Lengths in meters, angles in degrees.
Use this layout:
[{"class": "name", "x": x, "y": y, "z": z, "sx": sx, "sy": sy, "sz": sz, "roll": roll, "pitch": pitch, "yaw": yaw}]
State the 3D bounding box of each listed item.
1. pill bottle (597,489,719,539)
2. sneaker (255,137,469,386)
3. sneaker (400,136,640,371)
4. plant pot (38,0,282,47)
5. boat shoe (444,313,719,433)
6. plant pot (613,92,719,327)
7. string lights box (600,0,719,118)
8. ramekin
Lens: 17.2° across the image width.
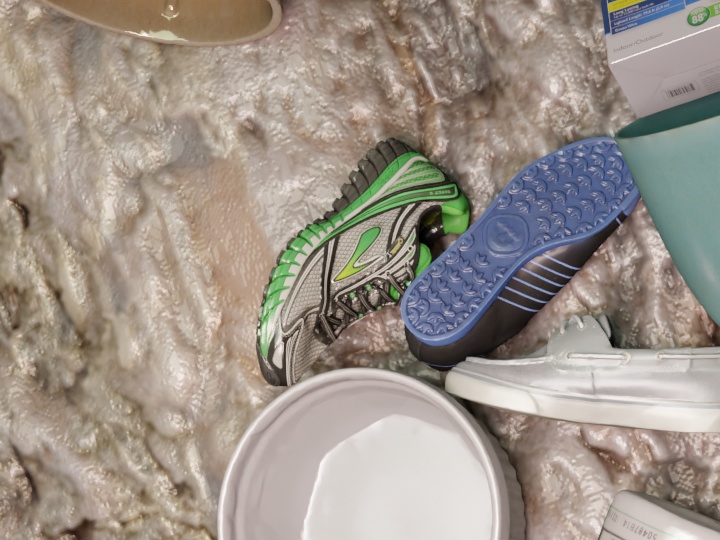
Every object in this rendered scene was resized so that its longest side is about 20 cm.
[{"class": "pill bottle", "x": 0.178, "y": 0.249, "z": 1.499, "sx": 0.113, "sy": 0.113, "sz": 0.201, "roll": 21, "pitch": 91, "yaw": 23}, {"class": "sneaker", "x": 0.000, "y": 0.000, "z": 1.591, "sx": 0.085, "sy": 0.078, "sz": 0.200, "roll": 30, "pitch": 66, "yaw": 19}, {"class": "sneaker", "x": 0.109, "y": -0.010, "z": 1.590, "sx": 0.200, "sy": 0.078, "sz": 0.070, "roll": -37, "pitch": 68, "yaw": -9}, {"class": "plant pot", "x": -0.136, "y": -0.280, "z": 1.668, "sx": 0.199, "sy": 0.200, "sz": 0.185, "roll": 4, "pitch": 73, "yaw": 22}, {"class": "boat shoe", "x": 0.156, "y": 0.064, "z": 1.551, "sx": 0.199, "sy": 0.070, "sz": 0.072, "roll": 5, "pitch": 86, "yaw": 11}, {"class": "plant pot", "x": 0.274, "y": -0.040, "z": 1.457, "sx": 0.200, "sy": 0.201, "sz": 0.162, "roll": -18, "pitch": 96, "yaw": 19}, {"class": "string lights box", "x": 0.206, "y": -0.203, "z": 1.530, "sx": 0.102, "sy": 0.059, "sz": 0.201, "roll": -19, "pitch": 48, "yaw": 19}, {"class": "ramekin", "x": 0.016, "y": 0.167, "z": 1.580, "sx": 0.199, "sy": 0.105, "sz": 0.202, "roll": -3, "pitch": 83, "yaw": 22}]
